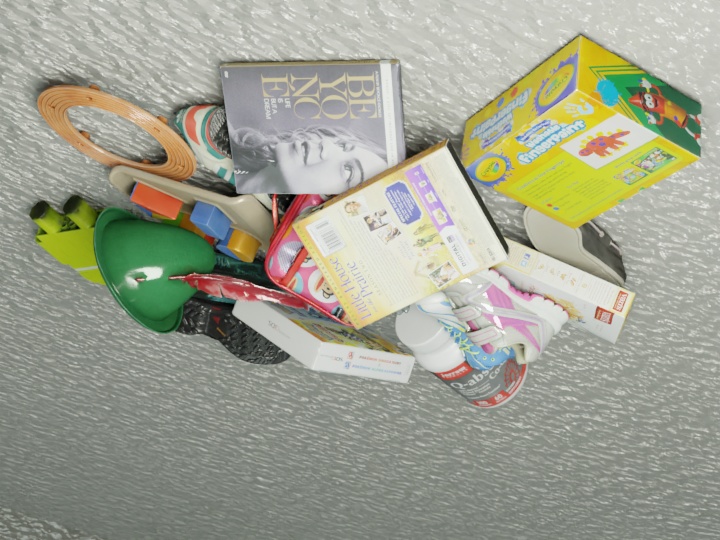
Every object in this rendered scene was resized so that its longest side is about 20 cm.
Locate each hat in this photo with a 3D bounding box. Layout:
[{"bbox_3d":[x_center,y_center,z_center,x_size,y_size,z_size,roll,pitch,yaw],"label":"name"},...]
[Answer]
[{"bbox_3d":[-0.197,-0.027,1.460,0.175,0.167,0.200,-24,145,20],"label":"hat"}]

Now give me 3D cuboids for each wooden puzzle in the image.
[{"bbox_3d":[-0.199,-0.062,1.505,0.198,0.047,0.185,12,165,21],"label":"wooden puzzle"}]

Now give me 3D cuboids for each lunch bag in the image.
[{"bbox_3d":[-0.020,-0.054,1.389,0.175,0.082,0.201,30,106,-5],"label":"lunch bag"}]

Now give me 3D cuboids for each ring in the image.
[{"bbox_3d":[-0.284,-0.163,1.408,0.198,0.019,0.201,19,159,7],"label":"ring"}]

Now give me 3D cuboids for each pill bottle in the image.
[{"bbox_3d":[0.143,0.106,1.693,0.115,0.117,0.200,-13,144,37],"label":"pill bottle"}]

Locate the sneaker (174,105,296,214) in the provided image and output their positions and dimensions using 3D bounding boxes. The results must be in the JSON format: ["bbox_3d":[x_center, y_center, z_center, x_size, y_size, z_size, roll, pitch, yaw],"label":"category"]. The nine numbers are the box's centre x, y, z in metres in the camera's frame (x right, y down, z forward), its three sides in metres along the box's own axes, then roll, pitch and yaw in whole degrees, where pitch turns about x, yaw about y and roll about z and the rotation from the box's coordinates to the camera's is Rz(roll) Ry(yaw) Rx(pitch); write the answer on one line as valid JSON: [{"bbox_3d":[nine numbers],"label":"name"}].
[{"bbox_3d":[-0.142,-0.136,1.416,0.093,0.071,0.200,16,164,37],"label":"sneaker"}]

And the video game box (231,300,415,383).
[{"bbox_3d":[-0.052,0.090,1.653,0.181,0.047,0.199,10,-167,-43],"label":"video game box"}]

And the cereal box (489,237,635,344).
[{"bbox_3d":[0.240,0.022,1.495,0.198,0.040,0.144,25,168,14],"label":"cereal box"}]

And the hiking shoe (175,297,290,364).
[{"bbox_3d":[-0.188,0.076,1.787,0.198,0.076,0.101,22,-165,3],"label":"hiking shoe"}]

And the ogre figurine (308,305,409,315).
[{"bbox_3d":[0.000,0.000,1.542,0.198,0.121,0.098,11,152,0],"label":"ogre figurine"}]

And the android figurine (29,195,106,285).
[{"bbox_3d":[-0.368,-0.036,1.680,0.180,0.041,0.200,-8,146,29],"label":"android figurine"}]

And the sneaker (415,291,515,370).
[{"bbox_3d":[0.149,0.079,1.573,0.198,0.106,0.075,7,176,-37],"label":"sneaker"}]

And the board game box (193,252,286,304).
[{"bbox_3d":[-0.194,0.011,1.659,0.134,0.028,0.199,-16,161,39],"label":"board game box"}]

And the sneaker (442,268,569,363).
[{"bbox_3d":[0.158,0.053,1.472,0.198,0.089,0.081,25,170,-9],"label":"sneaker"}]

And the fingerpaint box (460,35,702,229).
[{"bbox_3d":[0.229,-0.140,1.260,0.166,0.074,0.200,23,150,-22],"label":"fingerpaint box"}]

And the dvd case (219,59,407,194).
[{"bbox_3d":[-0.049,-0.153,1.301,0.198,0.016,0.150,1,117,12],"label":"dvd case"}]

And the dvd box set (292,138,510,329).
[{"bbox_3d":[0.044,-0.036,1.312,0.199,0.029,0.147,-26,107,21],"label":"dvd box set"}]

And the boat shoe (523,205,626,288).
[{"bbox_3d":[0.262,-0.040,1.465,0.066,0.057,0.200,-18,135,36],"label":"boat shoe"}]
